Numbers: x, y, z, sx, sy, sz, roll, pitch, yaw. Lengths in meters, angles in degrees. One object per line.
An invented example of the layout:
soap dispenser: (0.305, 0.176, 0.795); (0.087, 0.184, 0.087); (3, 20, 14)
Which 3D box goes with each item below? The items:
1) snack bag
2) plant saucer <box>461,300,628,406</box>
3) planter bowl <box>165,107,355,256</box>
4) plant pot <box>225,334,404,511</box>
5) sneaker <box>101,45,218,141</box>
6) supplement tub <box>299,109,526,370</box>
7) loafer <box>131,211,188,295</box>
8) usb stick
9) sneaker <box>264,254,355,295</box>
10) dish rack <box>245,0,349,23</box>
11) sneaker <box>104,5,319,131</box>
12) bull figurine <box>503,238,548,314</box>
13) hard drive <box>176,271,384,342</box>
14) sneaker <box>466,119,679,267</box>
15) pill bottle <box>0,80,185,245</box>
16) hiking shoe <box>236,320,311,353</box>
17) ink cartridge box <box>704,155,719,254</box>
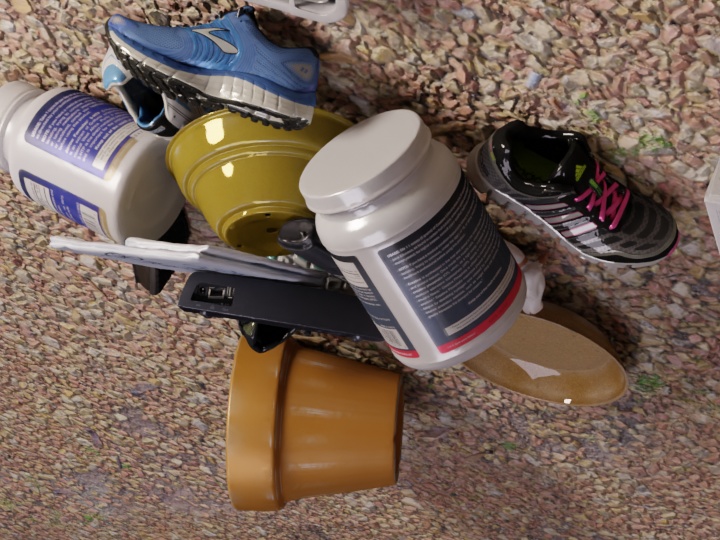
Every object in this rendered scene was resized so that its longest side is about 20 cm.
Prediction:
snack bag: (-0.160, -0.012, 1.705); (0.199, 0.022, 0.188); (5, 176, 38)
plant saucer: (0.179, 0.076, 1.843); (0.199, 0.036, 0.201); (17, 156, 8)
planter bowl: (-0.083, -0.069, 1.696); (0.198, 0.084, 0.201); (-1, 153, -1)
plant pot: (-0.046, 0.172, 2.045); (0.182, 0.202, 0.201); (2, 147, 6)
sneaker: (-0.171, -0.141, 1.704); (0.071, 0.073, 0.200); (-7, 142, 41)
supplement tub: (0.047, -0.026, 1.605); (0.140, 0.141, 0.201); (-6, 126, 42)
loafer: (-0.230, -0.056, 1.923); (0.071, 0.073, 0.201); (20, 141, 15)
usb stick: (0.000, 0.000, 1.700); (0.055, 0.033, 0.200); (-1, 159, 40)
sneaker: (-0.014, 0.003, 1.837); (0.199, 0.078, 0.091); (21, 163, -9)
dish rack: (-0.098, -0.288, 1.468); (0.198, 0.044, 0.172); (16, 150, 14)
sneaker: (-0.128, -0.192, 1.602); (0.198, 0.090, 0.079); (17, 169, 2)
bull figurine: (0.085, -0.016, 1.748); (0.199, 0.065, 0.121); (30, 152, -11)
hard drive: (-0.072, 0.036, 1.740); (0.198, 0.043, 0.135); (9, 176, -2)
sneaker: (0.188, -0.070, 1.576); (0.199, 0.074, 0.088); (28, 157, 4)
pill bottle: (-0.276, -0.112, 1.793); (0.199, 0.120, 0.120); (26, 154, 26)
hiking shoe: (-0.114, 0.037, 1.944); (0.199, 0.101, 0.076); (-11, 135, 46)
ink cartridge box: (0.392, -0.020, 1.496); (0.174, 0.084, 0.200); (8, 147, 28)
